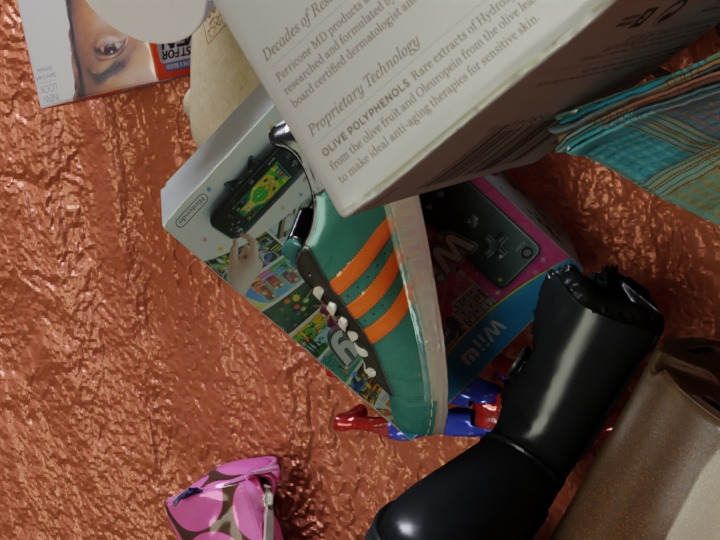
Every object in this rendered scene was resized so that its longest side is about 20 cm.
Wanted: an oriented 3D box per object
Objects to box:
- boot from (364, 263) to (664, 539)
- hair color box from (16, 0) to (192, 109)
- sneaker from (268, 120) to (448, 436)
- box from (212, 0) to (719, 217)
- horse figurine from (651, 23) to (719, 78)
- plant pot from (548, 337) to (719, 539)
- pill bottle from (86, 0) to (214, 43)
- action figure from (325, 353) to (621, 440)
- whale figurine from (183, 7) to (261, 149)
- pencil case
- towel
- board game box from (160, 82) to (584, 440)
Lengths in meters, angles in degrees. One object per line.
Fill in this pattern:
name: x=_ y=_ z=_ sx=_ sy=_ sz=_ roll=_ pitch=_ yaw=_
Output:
boot: x=0.086 y=0.082 z=1.269 sx=0.076 sy=0.200 sz=0.169 roll=31 pitch=109 yaw=15
hair color box: x=-0.173 y=-0.215 z=1.535 sx=0.110 sy=0.064 sz=0.202 roll=-10 pitch=96 yaw=37
sneaker: x=0.000 y=0.000 z=1.293 sx=0.079 sy=0.071 sz=0.202 roll=-11 pitch=107 yaw=1
box: x=0.063 y=-0.160 z=1.180 sx=0.200 sy=0.199 sz=0.172 roll=-38 pitch=78 yaw=34
horse figurine: x=0.232 y=-0.120 z=1.253 sx=0.200 sy=0.050 sz=0.133 roll=-38 pitch=90 yaw=30
plant pot: x=0.190 y=0.158 z=1.276 sx=0.200 sy=0.200 sz=0.199 roll=33 pitch=112 yaw=27
pill bottle: x=-0.088 y=-0.225 z=1.366 sx=0.110 sy=0.201 sz=0.112 roll=14 pitch=137 yaw=14
action figure: x=0.073 y=0.082 z=1.427 sx=0.199 sy=0.052 sz=0.066 roll=8 pitch=110 yaw=36
whale figurine: x=-0.046 y=-0.139 z=1.451 sx=0.159 sy=0.103 sz=0.201 roll=-46 pitch=49 yaw=35
pencil case: x=-0.061 y=0.224 z=1.540 sx=0.093 sy=0.091 sz=0.201 roll=-18 pitch=92 yaw=40
towel: x=0.213 y=-0.059 z=1.202 sx=0.146 sy=0.199 sz=0.022 roll=-20 pitch=60 yaw=39
board game box: x=0.006 y=-0.024 z=1.353 sx=0.200 sy=0.064 sz=0.148 roll=41 pitch=102 yaw=-18
